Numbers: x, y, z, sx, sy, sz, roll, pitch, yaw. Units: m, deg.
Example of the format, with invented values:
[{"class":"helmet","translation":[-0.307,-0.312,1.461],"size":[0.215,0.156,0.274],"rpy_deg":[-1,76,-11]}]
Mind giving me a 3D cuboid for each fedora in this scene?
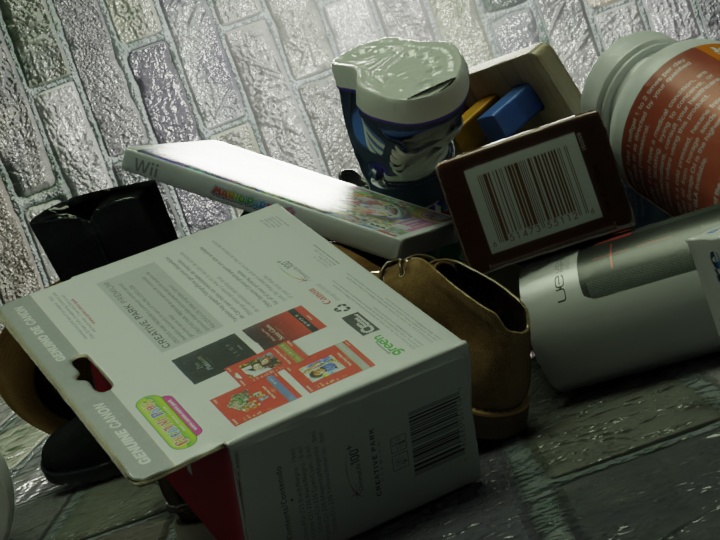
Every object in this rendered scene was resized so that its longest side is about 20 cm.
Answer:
[{"class":"fedora","translation":[-0.195,0.049,1.227],"size":[0.200,0.201,0.082],"rpy_deg":[-20,42,2]}]

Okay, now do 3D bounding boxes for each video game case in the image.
[{"class":"video game case","translation":[-0.042,-0.051,1.047],"size":[0.200,0.018,0.143],"rpy_deg":[19,13,17]}]

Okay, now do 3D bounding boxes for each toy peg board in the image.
[{"class":"toy peg board","translation":[0.112,-0.055,1.238],"size":[0.098,0.200,0.199],"rpy_deg":[-42,16,-27]}]

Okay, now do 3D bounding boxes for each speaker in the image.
[{"class":"speaker","translation":[0.191,0.006,0.851],"size":[0.200,0.081,0.081],"rpy_deg":[-17,6,23]}]

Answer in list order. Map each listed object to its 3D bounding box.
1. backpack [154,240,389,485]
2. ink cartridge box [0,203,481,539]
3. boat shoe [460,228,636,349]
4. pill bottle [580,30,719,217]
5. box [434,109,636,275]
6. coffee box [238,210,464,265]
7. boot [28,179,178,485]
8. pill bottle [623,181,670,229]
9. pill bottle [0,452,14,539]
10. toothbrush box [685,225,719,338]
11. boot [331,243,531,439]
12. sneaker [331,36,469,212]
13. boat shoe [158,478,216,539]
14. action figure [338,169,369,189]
[{"class":"backpack","translation":[-0.071,0.059,1.002],"size":[0.167,0.127,0.200],"rpy_deg":[-17,3,33]},{"class":"ink cartridge box","translation":[-0.067,0.060,0.790],"size":[0.175,0.084,0.200],"rpy_deg":[-20,32,-23]},{"class":"boat shoe","translation":[0.128,0.014,1.051],"size":[0.200,0.071,0.063],"rpy_deg":[-16,-1,34]},{"class":"pill bottle","translation":[0.228,-0.078,0.967],"size":[0.112,0.112,0.200],"rpy_deg":[-22,36,-19]},{"class":"box","translation":[0.104,-0.049,0.954],"size":[0.100,0.075,0.200],"rpy_deg":[-19,4,6]},{"class":"coffee box","translation":[0.000,0.000,1.148],"size":[0.200,0.044,0.123],"rpy_deg":[13,-20,-15]},{"class":"boot","translation":[-0.191,0.046,1.123],"size":[0.165,0.200,0.066],"rpy_deg":[-20,27,3]},{"class":"pill bottle","translation":[0.216,-0.054,1.106],"size":[0.200,0.109,0.109],"rpy_deg":[-6,6,3]},{"class":"pill bottle","translation":[-0.281,0.143,0.962],"size":[0.120,0.120,0.200],"rpy_deg":[-22,6,-24]},{"class":"toothbrush box","translation":[0.261,-0.004,0.671],"size":[0.146,0.085,0.200],"rpy_deg":[-21,4,-16]},{"class":"boot","translation":[0.030,0.016,0.885],"size":[0.074,0.076,0.200],"rpy_deg":[-11,29,-35]},{"class":"sneaker","translation":[0.045,-0.084,1.109],"size":[0.081,0.147,0.200],"rpy_deg":[-25,20,-10]},{"class":"boat shoe","translation":[-0.023,0.090,0.879],"size":[0.200,0.060,0.072],"rpy_deg":[-23,6,-27]},{"class":"action figure","translation":[-0.030,0.021,1.269],"size":[0.119,0.200,0.102],"rpy_deg":[-4,40,-11]}]
